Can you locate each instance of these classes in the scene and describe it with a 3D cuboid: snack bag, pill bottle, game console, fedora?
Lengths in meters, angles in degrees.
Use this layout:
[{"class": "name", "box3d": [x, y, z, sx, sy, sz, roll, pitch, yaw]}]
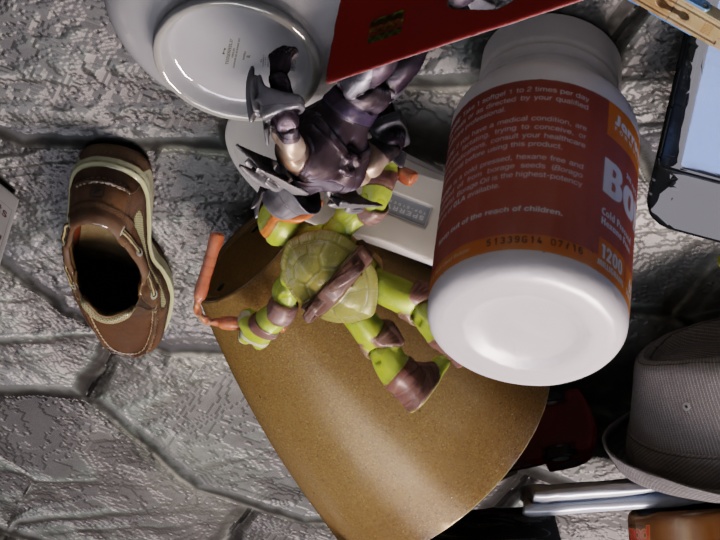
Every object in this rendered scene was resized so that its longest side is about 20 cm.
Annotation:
[{"class": "snack bag", "box3d": [0.205, 0.151, 1.493, 0.187, 0.022, 0.200, -5, 176, 3]}, {"class": "pill bottle", "box3d": [0.102, -0.045, 1.208, 0.111, 0.201, 0.113, 6, 143, 4]}, {"class": "game console", "box3d": [0.247, -0.071, 1.145, 0.175, 0.117, 0.201, 16, 121, 10]}, {"class": "fedora", "box3d": [0.257, 0.085, 1.401, 0.199, 0.177, 0.091, 5, 108, 30]}]

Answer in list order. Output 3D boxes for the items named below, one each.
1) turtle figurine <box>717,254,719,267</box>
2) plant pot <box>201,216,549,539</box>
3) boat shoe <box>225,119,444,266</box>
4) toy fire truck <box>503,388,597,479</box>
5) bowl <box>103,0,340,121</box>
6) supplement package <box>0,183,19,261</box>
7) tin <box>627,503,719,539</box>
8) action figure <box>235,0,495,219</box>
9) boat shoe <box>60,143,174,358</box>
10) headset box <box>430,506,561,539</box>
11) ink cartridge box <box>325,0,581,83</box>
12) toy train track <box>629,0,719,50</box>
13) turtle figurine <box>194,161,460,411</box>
[{"class": "turtle figurine", "box3d": [0.261, -0.072, 1.250, 0.161, 0.065, 0.200, -36, 112, 25]}, {"class": "plant pot", "box3d": [-0.009, 0.054, 1.401, 0.186, 0.187, 0.200, -27, 117, 38]}, {"class": "boat shoe", "box3d": [0.011, -0.052, 1.330, 0.199, 0.072, 0.069, 19, 178, 5]}, {"class": "toy fire truck", "box3d": [0.077, 0.141, 1.561, 0.199, 0.049, 0.141, -12, 162, 6]}, {"class": "bowl", "box3d": [-0.063, -0.149, 1.202, 0.200, 0.091, 0.202, 7, 143, 5]}, {"class": "supplement package", "box3d": [-0.320, 0.014, 1.375, 0.116, 0.201, 0.117, -20, 134, 33]}, {"class": "tin", "box3d": [0.276, 0.171, 1.435, 0.199, 0.042, 0.112, -4, 172, -15]}, {"class": "action figure", "box3d": [0.004, -0.102, 1.150, 0.200, 0.069, 0.130, -50, 159, 19]}, {"class": "boat shoe", "box3d": [-0.171, 0.006, 1.435, 0.074, 0.075, 0.203, 4, 142, 7]}, {"class": "headset box", "box3d": [0.068, 0.217, 1.487, 0.148, 0.078, 0.200, -4, -178, 2]}, {"class": "ink cartridge box", "box3d": [0.064, -0.194, 1.046, 0.199, 0.174, 0.044, -16, 135, 29]}, {"class": "toy train track", "box3d": [0.137, -0.172, 1.146, 0.199, 0.033, 0.115, 31, 154, 6]}, {"class": "turtle figurine", "box3d": [0.000, 0.000, 1.261, 0.161, 0.064, 0.200, 39, 113, -6]}]
